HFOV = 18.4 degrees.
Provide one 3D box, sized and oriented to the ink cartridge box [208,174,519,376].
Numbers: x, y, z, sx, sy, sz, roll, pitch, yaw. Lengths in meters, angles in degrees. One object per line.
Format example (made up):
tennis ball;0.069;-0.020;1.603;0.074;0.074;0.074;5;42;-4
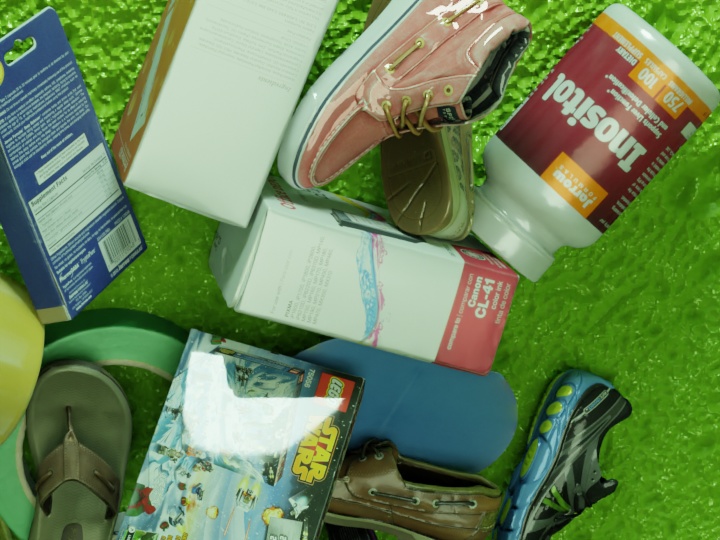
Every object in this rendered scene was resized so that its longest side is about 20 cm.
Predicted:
ink cartridge box;0.000;0.000;1.650;0.199;0.148;0.086;17;101;-16

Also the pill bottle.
pill bottle;0.166;-0.092;1.672;0.113;0.113;0.200;39;96;-19

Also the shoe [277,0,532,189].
shoe;0.032;-0.122;1.573;0.200;0.091;0.071;-50;152;0

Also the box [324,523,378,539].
box;0.033;0.290;1.746;0.036;0.143;0.200;-28;109;0

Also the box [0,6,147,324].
box;-0.225;-0.078;1.601;0.032;0.121;0.201;-7;112;28

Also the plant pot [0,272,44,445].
plant pot;-0.338;0.047;1.586;0.188;0.201;0.201;18;103;-32

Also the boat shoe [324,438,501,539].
boat shoe;0.011;0.161;1.716;0.199;0.072;0.068;18;110;-10

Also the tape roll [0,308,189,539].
tape roll;-0.191;0.131;1.705;0.199;0.048;0.201;-3;107;-10

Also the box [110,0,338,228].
box;-0.097;-0.150;1.598;0.097;0.124;0.201;19;101;-16

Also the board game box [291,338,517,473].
board game box;0.022;0.097;1.717;0.199;0.039;0.158;15;136;-15

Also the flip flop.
flip flop;-0.213;0.163;1.654;0.081;0.058;0.201;5;106;-12

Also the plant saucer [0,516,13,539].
plant saucer;-0.329;0.307;1.688;0.200;0.048;0.200;-35;118;-45

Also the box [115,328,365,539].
box;-0.089;0.153;1.607;0.136;0.040;0.201;16;63;5

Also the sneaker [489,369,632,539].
sneaker;0.160;0.180;1.775;0.082;0.071;0.200;21;99;-10

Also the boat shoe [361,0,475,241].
boat shoe;0.046;-0.120;1.647;0.073;0.063;0.201;-10;77;30
